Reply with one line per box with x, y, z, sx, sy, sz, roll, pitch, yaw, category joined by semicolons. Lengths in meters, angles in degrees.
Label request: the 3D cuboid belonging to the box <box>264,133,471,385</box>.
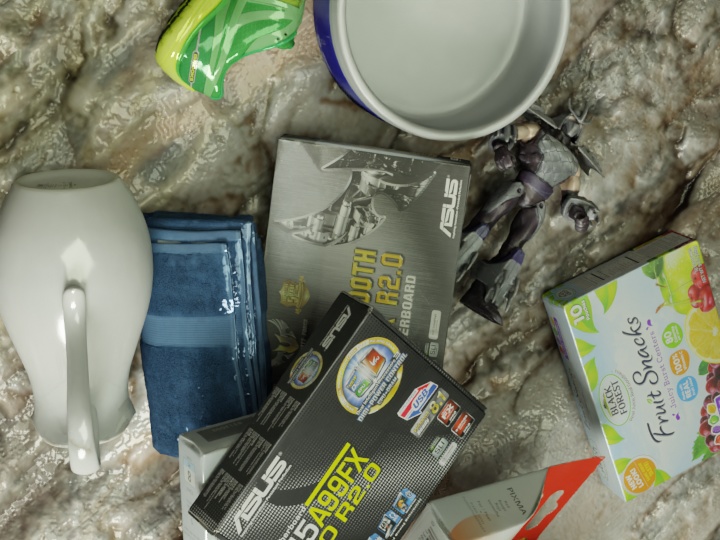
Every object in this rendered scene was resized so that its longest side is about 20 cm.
0.000;0.000;1.183;0.156;0.048;0.203;9;100;2;box

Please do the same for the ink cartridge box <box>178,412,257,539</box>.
-0.060;0.206;1.148;0.158;0.047;0.203;-13;111;-32;ink cartridge box

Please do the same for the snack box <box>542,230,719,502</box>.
0.259;0.086;1.318;0.141;0.053;0.202;-25;109;-11;snack box

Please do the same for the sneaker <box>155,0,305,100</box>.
-0.071;-0.215;1.129;0.200;0.074;0.084;-45;109;6;sneaker

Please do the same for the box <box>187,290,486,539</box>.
-0.013;0.142;1.105;0.160;0.044;0.201;42;80;-38;box

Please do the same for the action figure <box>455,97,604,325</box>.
0.139;-0.058;1.238;0.129;0.069;0.201;35;87;-17;action figure

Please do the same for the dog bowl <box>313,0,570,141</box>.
0.064;-0.209;1.171;0.197;0.079;0.203;-4;104;-17;dog bowl

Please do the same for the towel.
-0.126;0.054;1.159;0.110;0.049;0.203;2;106;20;towel

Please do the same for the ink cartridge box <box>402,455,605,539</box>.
0.109;0.236;1.231;0.198;0.050;0.163;-6;142;-35;ink cartridge box

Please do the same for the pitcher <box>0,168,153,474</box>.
-0.210;0.036;1.083;0.119;0.172;0.203;-4;105;-13;pitcher
